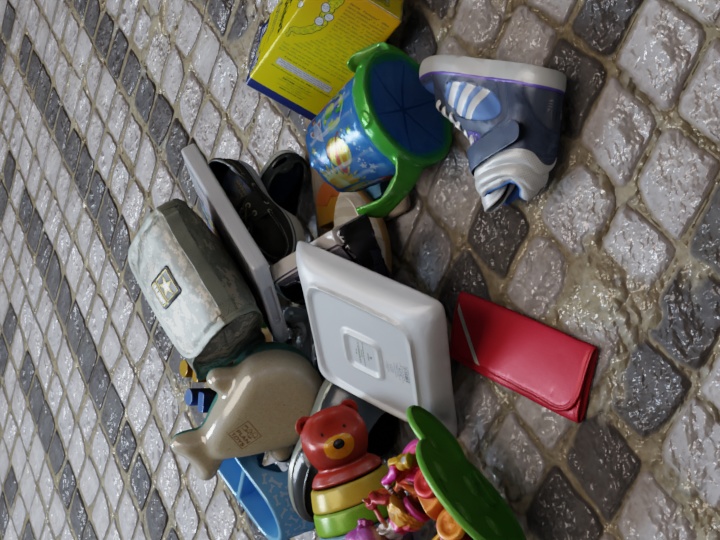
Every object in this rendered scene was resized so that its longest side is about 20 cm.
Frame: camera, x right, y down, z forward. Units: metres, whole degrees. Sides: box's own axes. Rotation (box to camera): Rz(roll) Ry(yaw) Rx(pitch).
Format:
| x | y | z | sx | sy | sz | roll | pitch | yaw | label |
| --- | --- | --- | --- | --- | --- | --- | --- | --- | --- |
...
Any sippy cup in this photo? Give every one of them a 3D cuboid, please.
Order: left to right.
| x | y | z | sx | sy | sz | roll | pitch | yaw | label |
| --- | --- | --- | --- | --- | --- | --- | --- | --- | --- |
| 0.011 | -0.154 | 1.242 | 0.130 | 0.140 | 0.178 | -29 | 20 | 42 | sippy cup |

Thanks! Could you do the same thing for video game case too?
| x | y | z | sx | sy | sz | roll | pitch | yaw | label |
| --- | --- | --- | --- | --- | --- | --- | --- | --- | --- |
| -0.151 | -0.031 | 1.368 | 0.201 | 0.023 | 0.183 | 56 | 167 | 29 | video game case |

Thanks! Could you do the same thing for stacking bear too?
| x | y | z | sx | sy | sz | roll | pitch | yaw | label |
| --- | --- | --- | --- | --- | --- | --- | --- | --- | --- |
| -0.007 | 0.247 | 1.228 | 0.114 | 0.120 | 0.203 | 131 | 120 | -88 | stacking bear |

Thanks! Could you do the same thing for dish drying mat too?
| x | y | z | sx | sy | sz | roll | pitch | yaw | label |
| --- | --- | --- | --- | --- | --- | --- | --- | --- | --- |
| 0.157 | 0.083 | 1.126 | 0.199 | 0.018 | 0.078 | 25 | 107 | 54 | dish drying mat |

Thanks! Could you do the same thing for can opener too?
| x | y | z | sx | sy | sz | roll | pitch | yaw | label |
| --- | --- | --- | --- | --- | --- | --- | --- | --- | --- |
| -0.088 | 0.147 | 1.465 | 0.067 | 0.052 | 0.203 | 83 | -174 | -86 | can opener |

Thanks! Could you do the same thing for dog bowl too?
| x | y | z | sx | sy | sz | roll | pitch | yaw | label |
| --- | --- | --- | --- | --- | --- | --- | --- | --- | --- |
| -0.137 | 0.264 | 1.447 | 0.200 | 0.049 | 0.112 | 50 | 150 | 22 | dog bowl |

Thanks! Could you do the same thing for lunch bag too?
| x | y | z | sx | sy | sz | roll | pitch | yaw | label |
| --- | --- | --- | --- | --- | --- | --- | --- | --- | --- |
| -0.195 | 0.021 | 1.331 | 0.165 | 0.117 | 0.200 | 57 | 167 | 14 | lunch bag |

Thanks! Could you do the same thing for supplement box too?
| x | y | z | sx | sy | sz | roll | pitch | yaw | label |
| --- | --- | --- | --- | --- | --- | --- | --- | --- | --- |
| -0.040 | -0.294 | 1.338 | 0.200 | 0.109 | 0.110 | -44 | 27 | 44 | supplement box |

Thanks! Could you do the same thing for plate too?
| x | y | z | sx | sy | sz | roll | pitch | yaw | label |
| --- | --- | --- | --- | --- | --- | --- | --- | --- | --- |
| 0.011 | 0.082 | 1.198 | 0.198 | 0.032 | 0.201 | 24 | 139 | 34 | plate |

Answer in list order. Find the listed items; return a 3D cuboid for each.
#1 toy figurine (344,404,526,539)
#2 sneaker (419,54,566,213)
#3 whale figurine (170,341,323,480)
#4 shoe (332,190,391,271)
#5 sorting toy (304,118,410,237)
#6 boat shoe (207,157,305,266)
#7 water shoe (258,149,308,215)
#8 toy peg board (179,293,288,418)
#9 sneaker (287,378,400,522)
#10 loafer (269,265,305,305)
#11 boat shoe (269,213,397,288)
| x | y | z | sx | sy | sz | roll | pitch | yaw | label |
| --- | --- | --- | --- | --- | --- | --- | --- | --- | --- |
| 0.040 | 0.266 | 1.119 | 0.184 | 0.150 | 0.201 | -46 | 44 | 14 | toy figurine |
| 0.120 | -0.137 | 1.143 | 0.199 | 0.080 | 0.149 | 16 | 97 | 49 | sneaker |
| -0.139 | 0.170 | 1.381 | 0.199 | 0.159 | 0.104 | -37 | 27 | 6 | whale figurine |
| 0.000 | 0.000 | 1.306 | 0.069 | 0.053 | 0.203 | -19 | 81 | 47 | shoe |
| -0.013 | -0.137 | 1.377 | 0.199 | 0.036 | 0.188 | -26 | 66 | 52 | sorting toy |
| -0.137 | -0.072 | 1.413 | 0.069 | 0.056 | 0.200 | -53 | 50 | 18 | boat shoe |
| -0.129 | -0.063 | 1.476 | 0.202 | 0.071 | 0.079 | -67 | 19 | 11 | water shoe |
| -0.198 | 0.125 | 1.573 | 0.199 | 0.097 | 0.202 | 7 | 93 | 56 | toy peg board |
| -0.022 | 0.228 | 1.327 | 0.106 | 0.074 | 0.203 | 35 | 116 | 49 | sneaker |
| -0.075 | 0.008 | 1.420 | 0.200 | 0.070 | 0.069 | 11 | 96 | 60 | loafer |
| -0.035 | 0.011 | 1.260 | 0.094 | 0.074 | 0.200 | 62 | 150 | 0 | boat shoe |
